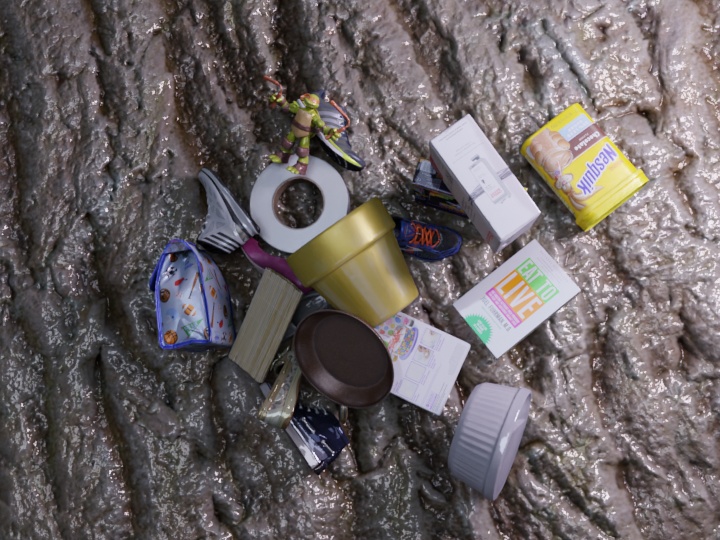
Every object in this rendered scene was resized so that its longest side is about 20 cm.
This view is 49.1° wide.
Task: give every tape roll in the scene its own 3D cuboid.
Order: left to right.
[{"bbox_3d":[-0.120,-0.130,1.563,0.202,0.037,0.204,-1,82,7],"label":"tape roll"}]

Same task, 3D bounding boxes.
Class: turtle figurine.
[{"bbox_3d":[-0.119,-0.276,1.509,0.199,0.064,0.162,30,112,13],"label":"turtle figurine"}]

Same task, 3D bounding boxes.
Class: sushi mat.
[{"bbox_3d":[-0.180,0.102,1.482,0.096,0.012,0.201,32,106,28],"label":"sushi mat"}]

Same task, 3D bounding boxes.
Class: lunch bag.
[{"bbox_3d":[-0.318,0.049,1.493,0.123,0.170,0.201,-8,82,5],"label":"lunch bag"}]

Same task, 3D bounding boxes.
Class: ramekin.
[{"bbox_3d":[0.225,0.290,1.386,0.094,0.202,0.203,19,84,20],"label":"ramekin"}]

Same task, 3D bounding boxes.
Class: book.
[{"bbox_3d":[0.293,0.054,1.487,0.200,0.048,0.134,-40,75,1],"label":"book"}]

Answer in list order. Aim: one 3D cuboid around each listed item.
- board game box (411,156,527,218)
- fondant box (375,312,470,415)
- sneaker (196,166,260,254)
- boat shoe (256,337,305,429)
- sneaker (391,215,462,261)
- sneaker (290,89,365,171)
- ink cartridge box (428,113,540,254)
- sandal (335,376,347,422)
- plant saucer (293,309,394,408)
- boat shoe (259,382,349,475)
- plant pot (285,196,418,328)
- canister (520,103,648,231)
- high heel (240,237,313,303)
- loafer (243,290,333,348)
[{"bbox_3d":[0.198,-0.138,1.461,0.199,0.165,0.057,18,84,9],"label":"board game box"},{"bbox_3d":[0.088,0.165,1.484,0.199,0.058,0.145,25,84,9],"label":"fondant box"},{"bbox_3d":[-0.292,-0.111,1.539,0.115,0.076,0.201,-38,60,-3],"label":"sneaker"},{"bbox_3d":[-0.141,0.196,1.456,0.062,0.073,0.200,17,43,-8],"label":"boat shoe"},{"bbox_3d":[0.096,-0.065,1.506,0.199,0.078,0.076,8,83,8],"label":"sneaker"},{"bbox_3d":[-0.051,-0.281,1.561,0.081,0.074,0.200,-39,81,-3],"label":"sneaker"},{"bbox_3d":[0.201,-0.138,1.302,0.083,0.147,0.200,-34,82,1],"label":"ink cartridge box"},{"bbox_3d":[-0.061,0.191,1.486,0.054,0.080,0.201,-13,74,-6],"label":"sandal"},{"bbox_3d":[-0.024,0.149,1.385,0.200,0.037,0.201,15,122,24],"label":"plant saucer"},{"bbox_3d":[-0.103,0.278,1.491,0.093,0.075,0.200,-34,81,-14],"label":"boat shoe"},{"bbox_3d":[0.000,0.000,1.408,0.200,0.201,0.189,-35,93,1],"label":"plant pot"},{"bbox_3d":[0.417,-0.196,1.486,0.148,0.087,0.200,-37,78,0],"label":"canister"},{"bbox_3d":[-0.158,-0.024,1.530,0.096,0.067,0.200,-39,67,-4],"label":"high heel"},{"bbox_3d":[-0.139,0.092,1.514,0.200,0.070,0.070,-32,81,1],"label":"loafer"}]
